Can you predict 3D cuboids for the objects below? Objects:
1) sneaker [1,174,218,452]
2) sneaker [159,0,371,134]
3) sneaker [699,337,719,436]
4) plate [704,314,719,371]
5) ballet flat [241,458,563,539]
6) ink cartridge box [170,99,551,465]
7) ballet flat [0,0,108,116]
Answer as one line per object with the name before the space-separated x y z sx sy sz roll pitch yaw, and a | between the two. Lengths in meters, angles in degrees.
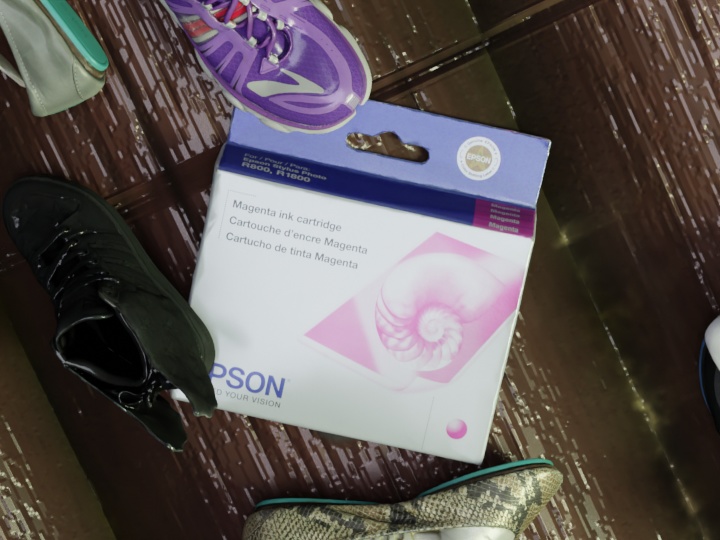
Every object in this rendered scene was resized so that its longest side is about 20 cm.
sneaker | -0.151 0.020 1.510 0.200 0.104 0.060 45 107 10
sneaker | -0.078 -0.155 1.507 0.200 0.083 0.081 42 90 -7
sneaker | 0.257 0.122 1.556 0.070 0.083 0.200 -17 99 4
plate | 0.327 0.063 1.530 0.200 0.032 0.200 -35 99 -18
ballet flat | 0.028 0.167 1.572 0.199 0.068 0.076 -9 62 5
ink cartridge box | 0.000 0.000 1.560 0.196 0.043 0.201 12 102 -1
ballet flat | -0.222 -0.180 1.519 0.064 0.067 0.200 -29 99 13
